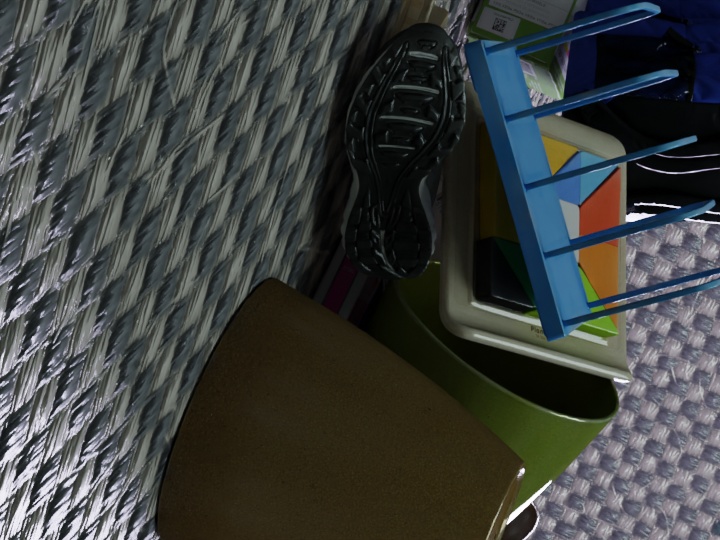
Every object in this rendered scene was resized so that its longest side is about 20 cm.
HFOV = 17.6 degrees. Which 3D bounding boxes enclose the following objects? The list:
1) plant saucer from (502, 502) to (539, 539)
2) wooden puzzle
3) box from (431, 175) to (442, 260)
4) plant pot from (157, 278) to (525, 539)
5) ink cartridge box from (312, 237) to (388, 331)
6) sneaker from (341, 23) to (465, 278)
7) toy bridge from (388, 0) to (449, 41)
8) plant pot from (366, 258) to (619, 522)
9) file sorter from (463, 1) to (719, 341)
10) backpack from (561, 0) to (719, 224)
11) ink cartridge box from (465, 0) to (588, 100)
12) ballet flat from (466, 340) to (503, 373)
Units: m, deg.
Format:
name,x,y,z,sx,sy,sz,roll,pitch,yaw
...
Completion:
name,x,y,z,sx,sy,sz,roll,pitch,yaw
plant saucer,0.049,0.201,1.942,0.200,0.199,0.032,92,-6,-61
wooden puzzle,0.130,-0.031,1.656,0.037,0.185,0.201,-22,-119,44
box,0.121,-0.024,1.860,0.078,0.095,0.200,-35,156,20
plant pot,-0.001,0.127,1.505,0.186,0.199,0.187,21,90,-80
ink cartridge box,0.000,0.000,1.703,0.095,0.037,0.200,81,31,-71
sneaker,0.025,-0.087,1.544,0.200,0.074,0.079,101,-4,-45
toy bridge,0.037,-0.156,1.581,0.200,0.027,0.067,101,16,-51
plant pot,0.055,0.126,1.674,0.200,0.187,0.187,-58,173,20
file sorter,0.163,-0.071,1.556,0.139,0.122,0.201,-20,93,-77
backpack,0.260,-0.133,1.819,0.163,0.199,0.168,86,12,-57
ink cartridge box,0.164,-0.253,1.882,0.148,0.076,0.200,32,81,-79
ballet flat,0.102,0.090,1.797,0.072,0.072,0.201,-49,153,-59
